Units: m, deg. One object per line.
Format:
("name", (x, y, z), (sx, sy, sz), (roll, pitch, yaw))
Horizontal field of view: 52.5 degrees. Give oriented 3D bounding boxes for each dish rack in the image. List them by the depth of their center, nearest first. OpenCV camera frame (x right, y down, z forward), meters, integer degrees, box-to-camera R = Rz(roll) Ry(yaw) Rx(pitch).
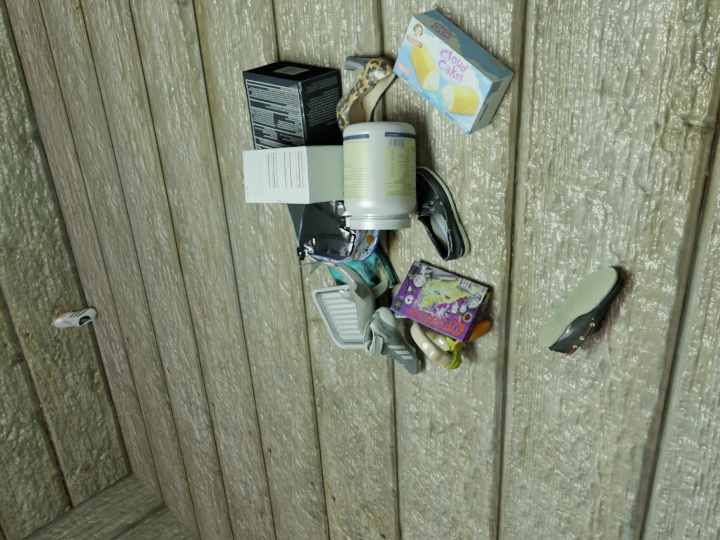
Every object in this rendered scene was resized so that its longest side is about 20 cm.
("dish rack", (-0.022, 0.106, 1.766), (0.199, 0.043, 0.173), (-8, 112, 51))

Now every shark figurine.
("shark figurine", (-0.027, 0.031, 1.622), (0.128, 0.090, 0.215), (-43, 92, 14))

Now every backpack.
("backpack", (-0.038, -0.103, 1.591), (0.190, 0.153, 0.203), (26, 117, 50))

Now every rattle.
("rattle", (0.169, 0.104, 1.566), (0.201, 0.129, 0.144), (-115, 42, -53))

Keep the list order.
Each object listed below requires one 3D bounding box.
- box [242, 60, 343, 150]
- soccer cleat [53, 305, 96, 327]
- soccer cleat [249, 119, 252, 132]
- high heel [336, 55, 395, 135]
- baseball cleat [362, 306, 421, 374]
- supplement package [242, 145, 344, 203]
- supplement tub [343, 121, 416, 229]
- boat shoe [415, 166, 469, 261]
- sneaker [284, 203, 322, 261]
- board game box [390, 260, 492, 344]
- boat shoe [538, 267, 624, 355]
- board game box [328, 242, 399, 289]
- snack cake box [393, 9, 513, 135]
("box", (-0.145, -0.343, 1.612), (0.199, 0.123, 0.201), (22, 127, 40))
("soccer cleat", (-1.286, 0.223, 3.286), (0.086, 0.198, 0.069), (-111, 5, -51))
("soccer cleat", (-0.237, -0.315, 1.794), (0.076, 0.066, 0.202), (7, 119, 53))
("high heel", (0.017, -0.326, 1.466), (0.142, 0.071, 0.203), (24, 120, 48))
("baseball cleat", (0.065, 0.179, 1.663), (0.069, 0.106, 0.201), (17, 141, 57))
("supplement package", (-0.135, -0.196, 1.491), (0.198, 0.113, 0.111), (5, 102, 43))
("supplement tub", (0.038, -0.183, 1.434), (0.144, 0.144, 0.203), (5, 97, 49))
("boat shoe", (0.145, -0.109, 1.455), (0.074, 0.066, 0.201), (-17, 98, 54))
("sneaker", (-0.115, -0.118, 1.743), (0.201, 0.074, 0.106), (61, 144, 16))
("board game box", (0.164, 0.062, 1.509), (0.199, 0.032, 0.121), (22, 86, 41))
("boat shoe", (0.394, 0.072, 1.275), (0.062, 0.074, 0.202), (23, 129, -12))
("board game box", (0.000, 0.000, 1.729), (0.199, 0.028, 0.136), (-28, 89, 54))
("snack cake box", (0.160, -0.351, 1.287), (0.200, 0.067, 0.116), (46, 141, 21))
